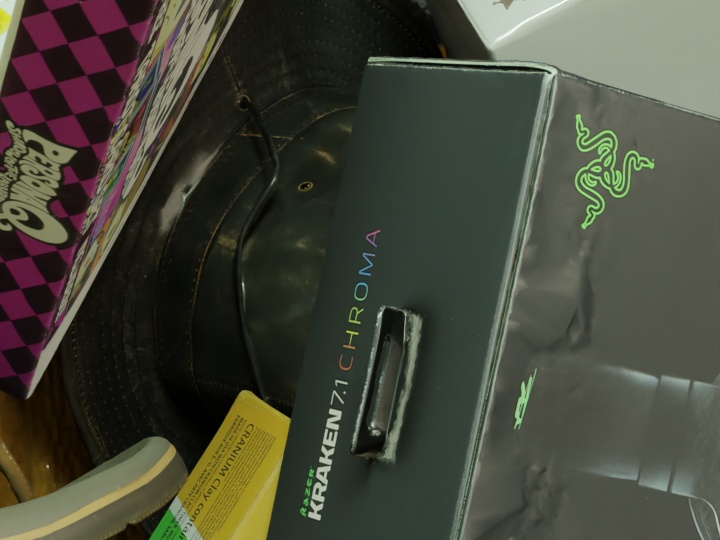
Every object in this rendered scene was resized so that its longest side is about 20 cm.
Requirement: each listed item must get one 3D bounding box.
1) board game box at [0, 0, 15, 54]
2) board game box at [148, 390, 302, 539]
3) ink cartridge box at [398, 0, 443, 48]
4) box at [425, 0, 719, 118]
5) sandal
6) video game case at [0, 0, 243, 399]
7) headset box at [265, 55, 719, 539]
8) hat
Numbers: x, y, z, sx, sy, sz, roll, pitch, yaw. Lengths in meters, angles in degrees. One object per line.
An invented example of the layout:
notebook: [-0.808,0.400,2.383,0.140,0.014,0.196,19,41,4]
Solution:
board game box: [-0.142,-0.119,0.764,0.105,0.103,0.201,33,58,-30]
board game box: [0.005,0.150,0.848,0.200,0.040,0.154,34,85,-31]
ink cartridge box: [-0.015,-0.108,0.954,0.200,0.039,0.100,-34,106,-46]
box: [0.086,-0.062,0.910,0.125,0.097,0.200,64,0,42]
sandal: [-0.120,0.059,0.682,0.199,0.082,0.055,-12,80,-44]
video game case: [-0.046,-0.088,0.726,0.036,0.200,0.182,25,55,-1]
headset box: [0.075,0.044,0.790,0.199,0.093,0.175,14,87,-33]
hat: [0.000,0.000,0.876,0.200,0.081,0.202,-18,112,-52]
